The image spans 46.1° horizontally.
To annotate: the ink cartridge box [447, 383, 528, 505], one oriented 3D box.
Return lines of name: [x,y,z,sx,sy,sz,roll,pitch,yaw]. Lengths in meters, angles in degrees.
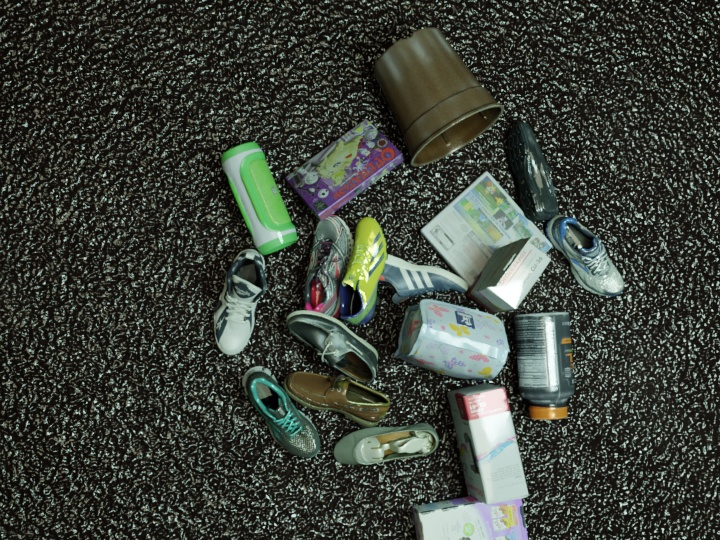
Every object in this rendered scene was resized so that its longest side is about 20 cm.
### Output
ink cartridge box: [0.232,0.316,1.565,0.085,0.148,0.201,-10,85,-8]

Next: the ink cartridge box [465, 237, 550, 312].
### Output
ink cartridge box: [0.273,0.011,1.548,0.067,0.200,0.117,36,82,-2]

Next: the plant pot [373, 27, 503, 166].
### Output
plant pot: [0.134,-0.334,1.595,0.200,0.200,0.199,-28,82,-9]

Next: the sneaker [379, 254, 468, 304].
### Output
sneaker: [0.103,0.030,1.614,0.199,0.075,0.085,14,82,4]

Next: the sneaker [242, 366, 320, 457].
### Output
sneaker: [-0.147,0.266,1.550,0.078,0.091,0.200,-41,91,-8]

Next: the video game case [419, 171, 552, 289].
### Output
video game case: [0.247,-0.062,1.664,0.182,0.022,0.200,-42,90,-8]

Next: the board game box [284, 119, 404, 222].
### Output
board game box: [-0.031,-0.193,1.610,0.200,0.032,0.120,-37,64,-9]

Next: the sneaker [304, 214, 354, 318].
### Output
sneaker: [-0.061,-0.007,1.580,0.080,0.075,0.201,-1,83,25]

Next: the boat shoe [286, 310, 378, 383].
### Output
boat shoe: [-0.050,0.139,1.554,0.200,0.068,0.072,34,126,-20]

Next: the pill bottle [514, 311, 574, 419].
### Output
pill bottle: [0.352,0.182,1.613,0.106,0.106,0.201,-3,86,-7]

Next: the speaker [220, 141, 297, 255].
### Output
speaker: [-0.190,-0.134,1.583,0.088,0.088,0.200,-23,88,-8]

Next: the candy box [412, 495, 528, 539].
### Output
candy box: [0.209,0.513,1.584,0.199,0.072,0.168,-7,86,-8]

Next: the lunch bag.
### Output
lunch bag: [0.168,0.127,1.548,0.169,0.200,0.128,16,84,-5]

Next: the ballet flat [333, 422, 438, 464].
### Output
ballet flat: [0.050,0.326,1.581,0.199,0.064,0.068,-9,99,-8]

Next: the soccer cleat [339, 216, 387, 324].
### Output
soccer cleat: [0.001,0.000,1.554,0.065,0.084,0.201,7,91,38]

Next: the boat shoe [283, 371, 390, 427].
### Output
boat shoe: [-0.041,0.223,1.568,0.199,0.068,0.072,19,45,-13]

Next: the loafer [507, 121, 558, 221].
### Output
loafer: [0.342,-0.196,1.669,0.070,0.068,0.201,-10,84,-27]

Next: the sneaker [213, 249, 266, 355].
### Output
sneaker: [-0.220,0.055,1.540,0.079,0.130,0.200,20,83,-4]

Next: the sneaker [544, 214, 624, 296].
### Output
sneaker: [0.444,-0.027,1.653,0.077,0.085,0.200,-45,92,-8]
